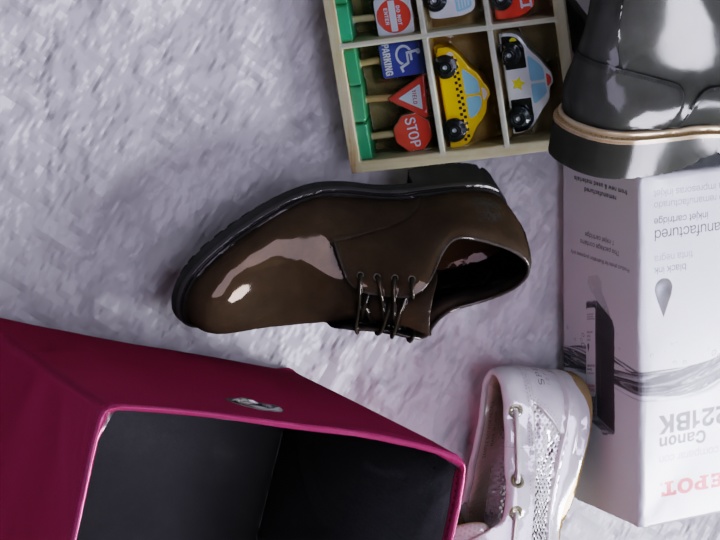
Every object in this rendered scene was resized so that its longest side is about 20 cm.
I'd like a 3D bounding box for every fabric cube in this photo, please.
[{"bbox_3d":[-0.093,0.147,1.213,0.195,0.199,0.202,11,96,-27],"label":"fabric cube"}]

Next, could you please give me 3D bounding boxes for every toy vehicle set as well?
[{"bbox_3d":[0.041,-0.156,1.279,0.123,0.027,0.202,-7,106,8],"label":"toy vehicle set"}]

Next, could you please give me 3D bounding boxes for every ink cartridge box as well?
[{"bbox_3d":[0.194,0.032,1.400,0.143,0.084,0.202,-8,105,-26],"label":"ink cartridge box"}]

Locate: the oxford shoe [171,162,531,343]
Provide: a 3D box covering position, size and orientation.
[{"bbox_3d":[0.000,0.000,1.286,0.199,0.085,0.073,-15,136,-20],"label":"oxford shoe"}]

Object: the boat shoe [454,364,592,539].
[{"bbox_3d":[0.072,0.150,1.375,0.069,0.071,0.202,11,87,-27],"label":"boat shoe"}]

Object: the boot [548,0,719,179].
[{"bbox_3d":[0.187,-0.132,1.268,0.199,0.077,0.139,-19,127,-42],"label":"boot"}]

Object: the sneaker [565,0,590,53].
[{"bbox_3d":[0.153,-0.177,1.340,0.120,0.084,0.200,-38,114,-5],"label":"sneaker"}]
